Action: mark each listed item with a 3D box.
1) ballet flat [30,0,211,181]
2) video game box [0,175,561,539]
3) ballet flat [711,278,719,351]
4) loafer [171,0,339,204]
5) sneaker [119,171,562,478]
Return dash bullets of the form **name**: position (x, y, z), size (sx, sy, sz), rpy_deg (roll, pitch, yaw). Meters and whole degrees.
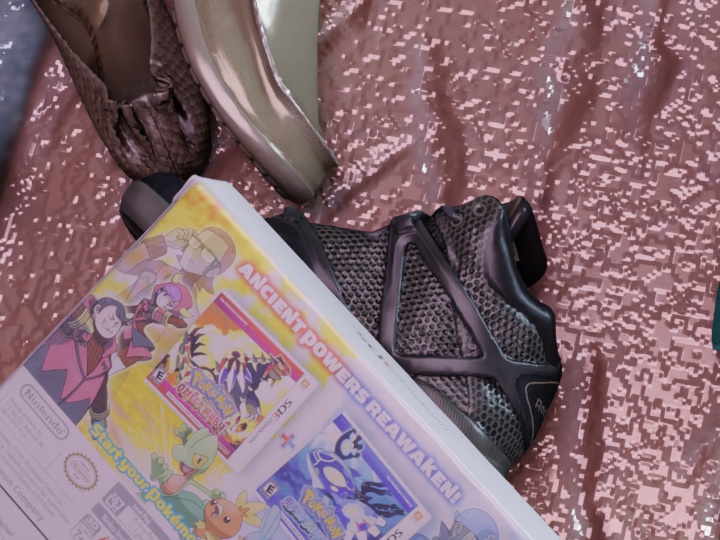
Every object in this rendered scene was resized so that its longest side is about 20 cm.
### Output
- **ballet flat**: position (-0.121, -0.124, 1.085), size (0.067, 0.046, 0.200), rpy_deg (-26, 67, 0)
- **video game box**: position (-0.054, 0.096, 0.945), size (0.182, 0.047, 0.200), rpy_deg (-45, 80, 13)
- **ballet flat**: position (0.189, -0.049, 0.995), size (0.067, 0.068, 0.201), rpy_deg (12, 77, -5)
- **loafer**: position (-0.046, -0.123, 1.054), size (0.068, 0.076, 0.201), rpy_deg (-24, 66, 8)
- **sneaker**: position (0.000, 0.000, 1.001), size (0.199, 0.076, 0.114), rpy_deg (32, 77, 17)
